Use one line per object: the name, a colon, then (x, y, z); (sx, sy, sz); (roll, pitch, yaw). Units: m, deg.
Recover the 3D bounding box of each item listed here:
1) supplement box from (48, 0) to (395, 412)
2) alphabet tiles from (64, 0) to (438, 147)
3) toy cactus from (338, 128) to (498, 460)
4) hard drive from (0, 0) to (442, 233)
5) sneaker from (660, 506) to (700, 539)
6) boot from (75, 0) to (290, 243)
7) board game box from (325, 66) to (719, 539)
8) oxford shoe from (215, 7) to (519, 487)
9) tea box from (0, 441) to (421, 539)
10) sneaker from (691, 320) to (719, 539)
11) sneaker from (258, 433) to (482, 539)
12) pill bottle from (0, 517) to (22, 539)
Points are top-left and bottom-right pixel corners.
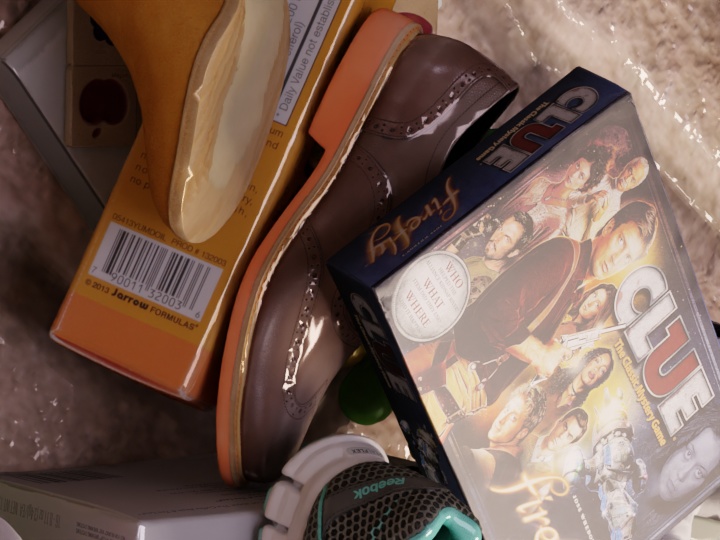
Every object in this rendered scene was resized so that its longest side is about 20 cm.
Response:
supplement box: (-0.052, -0.048, 1.170); (0.200, 0.069, 0.067); (-64, 169, -4)
alphabet tiles: (-0.041, -0.137, 1.228); (0.200, 0.008, 0.168); (-3, 97, -41)
toy cactus: (0.047, -0.016, 1.271); (0.102, 0.200, 0.165); (9, 49, -10)
hard drive: (-0.058, -0.103, 1.239); (0.200, 0.026, 0.132); (-48, 123, -26)
sneaker: (0.102, 0.136, 1.274); (0.080, 0.088, 0.201); (18, 72, -16)
boot: (-0.102, -0.119, 1.128); (0.071, 0.144, 0.202); (2, 97, -67)
board game box: (0.078, 0.037, 1.162); (0.135, 0.035, 0.200); (-38, 128, -19)
oxford shoe: (0.000, 0.000, 1.149); (0.071, 0.073, 0.201); (0, 112, -77)
tea box: (-0.054, 0.182, 1.210); (0.200, 0.133, 0.197); (-1, 96, -40)
sneaker: (0.209, 0.086, 1.452); (0.200, 0.075, 0.107); (11, 98, -40)
sneaker: (-0.001, 0.166, 1.105); (0.077, 0.091, 0.201); (4, 93, -39)
pill bottle: (-0.175, 0.185, 1.084); (0.111, 0.111, 0.200); (-31, 144, -34)
